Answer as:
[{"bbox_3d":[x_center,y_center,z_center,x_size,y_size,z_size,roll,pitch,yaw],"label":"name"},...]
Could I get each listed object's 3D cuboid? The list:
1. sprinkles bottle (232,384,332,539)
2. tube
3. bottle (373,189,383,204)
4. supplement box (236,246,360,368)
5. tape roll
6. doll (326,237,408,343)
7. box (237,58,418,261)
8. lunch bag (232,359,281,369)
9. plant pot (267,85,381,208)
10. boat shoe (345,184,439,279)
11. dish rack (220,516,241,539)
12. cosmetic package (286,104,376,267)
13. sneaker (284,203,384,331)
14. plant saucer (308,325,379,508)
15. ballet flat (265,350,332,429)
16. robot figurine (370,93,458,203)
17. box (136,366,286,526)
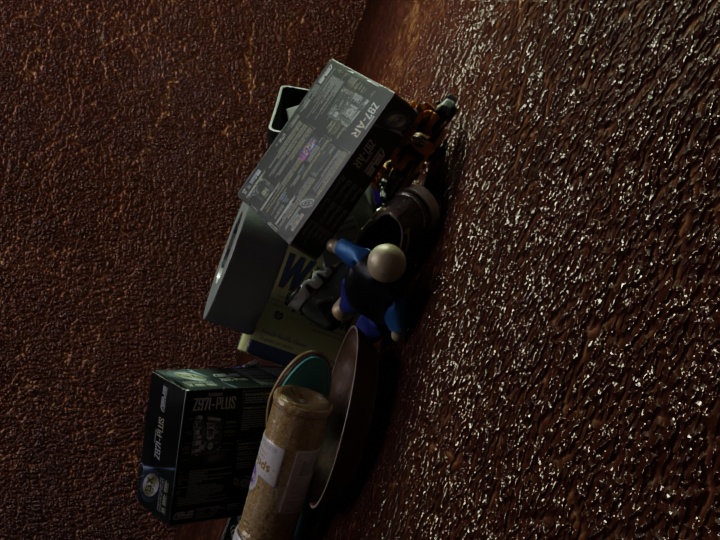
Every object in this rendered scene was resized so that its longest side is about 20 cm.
[{"bbox_3d":[-0.087,0.229,1.101,0.068,0.068,0.201,-105,30,-75],"label":"sprinkles bottle"},{"bbox_3d":[-0.062,0.245,1.203,0.077,0.050,0.201,140,145,-87],"label":"tube"},{"bbox_3d":[-0.043,-0.114,1.405,0.065,0.199,0.084,51,-136,-55],"label":"bottle"},{"bbox_3d":[-0.074,0.042,1.409,0.200,0.134,0.201,160,129,-78],"label":"supplement box"},{"bbox_3d":[-0.145,-0.018,1.325,0.200,0.066,0.201,-160,90,-79],"label":"tape roll"},{"bbox_3d":[0.008,0.020,1.075,0.048,0.137,0.200,-31,-11,-19],"label":"doll"},{"bbox_3d":[-0.042,-0.131,1.135,0.200,0.043,0.160,-55,37,4],"label":"box"},{"bbox_3d":[-0.150,0.226,1.410,0.160,0.075,0.201,4,-79,-56],"label":"lunch bag"},{"bbox_3d":[-0.048,-0.159,1.560,0.200,0.199,0.178,-86,7,-60],"label":"plant pot"},{"bbox_3d":[0.022,-0.022,1.143,0.059,0.072,0.200,-32,-12,-37],"label":"boat shoe"},{"bbox_3d":[-0.176,0.423,1.452,0.200,0.054,0.154,179,110,-80],"label":"dish rack"},{"bbox_3d":[-0.032,-0.118,1.254,0.107,0.090,0.200,67,-174,-46],"label":"cosmetic package"},{"bbox_3d":[0.000,0.000,1.283,0.200,0.090,0.066,-46,-4,-15],"label":"sneaker"},{"bbox_3d":[-0.016,0.161,1.082,0.200,0.034,0.201,-165,90,-82],"label":"plant saucer"},{"bbox_3d":[-0.085,0.175,1.155,0.063,0.068,0.201,-127,52,-67],"label":"ballet flat"},{"bbox_3d":[0.056,-0.144,1.181,0.145,0.058,0.200,-56,0,-2],"label":"robot figurine"},{"bbox_3d":[-0.157,0.207,1.211,0.086,0.199,0.164,17,102,49],"label":"box"}]
